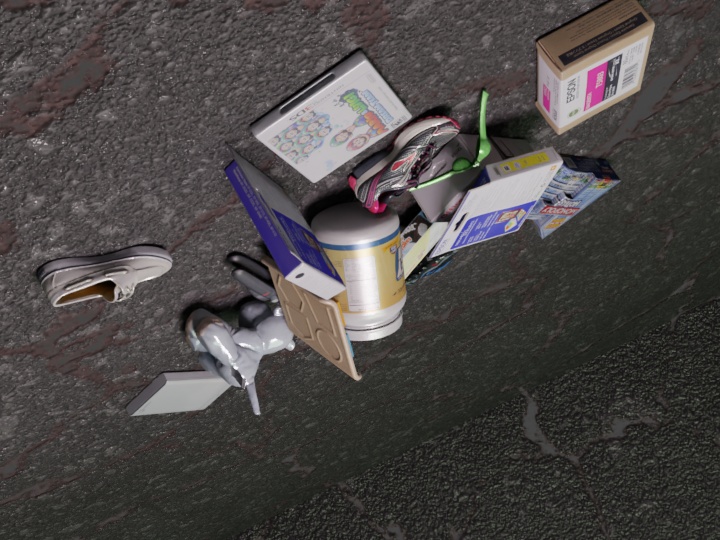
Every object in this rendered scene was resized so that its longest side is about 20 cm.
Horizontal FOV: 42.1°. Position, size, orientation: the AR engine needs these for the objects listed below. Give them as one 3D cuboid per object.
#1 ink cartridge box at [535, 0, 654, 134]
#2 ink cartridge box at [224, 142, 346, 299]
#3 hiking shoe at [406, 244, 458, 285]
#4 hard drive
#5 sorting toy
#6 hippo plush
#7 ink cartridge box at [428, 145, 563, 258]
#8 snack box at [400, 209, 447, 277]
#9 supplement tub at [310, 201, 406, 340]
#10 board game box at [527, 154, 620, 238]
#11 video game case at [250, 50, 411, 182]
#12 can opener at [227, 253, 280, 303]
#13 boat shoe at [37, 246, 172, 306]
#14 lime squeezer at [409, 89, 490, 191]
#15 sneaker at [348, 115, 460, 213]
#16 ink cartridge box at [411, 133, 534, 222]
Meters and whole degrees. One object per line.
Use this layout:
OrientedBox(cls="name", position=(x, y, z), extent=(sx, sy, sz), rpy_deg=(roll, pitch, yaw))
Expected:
OrientedBox(cls="ink cartridge box", position=(0.367, -0.323, 1.484), extent=(0.165, 0.075, 0.200), rpy_deg=(-30, 158, -1))
OrientedBox(cls="ink cartridge box", position=(-0.116, -0.064, 1.312), extent=(0.043, 0.198, 0.200), rpy_deg=(-35, 156, 8))
OrientedBox(cls="hiking shoe", position=(0.111, -0.005, 1.859), extent=(0.200, 0.074, 0.087), rpy_deg=(-25, 157, -9))
OrientedBox(cls="hard drive", position=(-0.360, 0.249, 1.909), extent=(0.132, 0.027, 0.200), rpy_deg=(-41, 154, 27))
OrientedBox(cls="sorting toy", position=(-0.076, 0.074, 1.544), extent=(0.036, 0.185, 0.200), rpy_deg=(-39, 135, -21))
OrientedBox(cls="hippo plush", position=(-0.201, 0.111, 1.649), extent=(0.161, 0.200, 0.159), rpy_deg=(-38, 133, -23))
OrientedBox(cls="ink cartridge box", position=(0.219, -0.114, 1.577), extent=(0.200, 0.047, 0.198), rpy_deg=(-15, 154, -27))
OrientedBox(cls="snack box", position=(0.091, -0.040, 1.708), extent=(0.200, 0.037, 0.116), rpy_deg=(-49, 164, -21))
OrientedBox(cls="supplement tub", position=(0.000, 0.000, 1.545), extent=(0.145, 0.145, 0.200), rpy_deg=(-18, 117, -23))
OrientedBox(cls="board game box", position=(0.398, -0.146, 1.913), extent=(0.200, 0.062, 0.200), rpy_deg=(-3, 146, -46))
OrientedBox(cls="video game case", position=(-0.035, -0.210, 1.320), extent=(0.182, 0.024, 0.200), rpy_deg=(-33, 157, 11))
OrientedBox(cls="can opener", position=(-0.169, 0.022, 1.603), extent=(0.079, 0.063, 0.200), rpy_deg=(-32, 158, 8))
OrientedBox(cls="boat shoe", position=(-0.360, 0.015, 1.357), extent=(0.200, 0.070, 0.071), rpy_deg=(-8, 150, -40))
OrientedBox(cls="lime squeezer", position=(0.163, -0.186, 1.495), extent=(0.071, 0.038, 0.200), rpy_deg=(26, 113, -30))
OrientedBox(cls="sneaker", position=(0.078, -0.168, 1.475), extent=(0.200, 0.075, 0.081), rpy_deg=(-38, 156, 20))
OrientedBox(cls="ink cartridge box", position=(0.207, -0.157, 1.635), extent=(0.200, 0.084, 0.145), rpy_deg=(-4, 146, -45))
